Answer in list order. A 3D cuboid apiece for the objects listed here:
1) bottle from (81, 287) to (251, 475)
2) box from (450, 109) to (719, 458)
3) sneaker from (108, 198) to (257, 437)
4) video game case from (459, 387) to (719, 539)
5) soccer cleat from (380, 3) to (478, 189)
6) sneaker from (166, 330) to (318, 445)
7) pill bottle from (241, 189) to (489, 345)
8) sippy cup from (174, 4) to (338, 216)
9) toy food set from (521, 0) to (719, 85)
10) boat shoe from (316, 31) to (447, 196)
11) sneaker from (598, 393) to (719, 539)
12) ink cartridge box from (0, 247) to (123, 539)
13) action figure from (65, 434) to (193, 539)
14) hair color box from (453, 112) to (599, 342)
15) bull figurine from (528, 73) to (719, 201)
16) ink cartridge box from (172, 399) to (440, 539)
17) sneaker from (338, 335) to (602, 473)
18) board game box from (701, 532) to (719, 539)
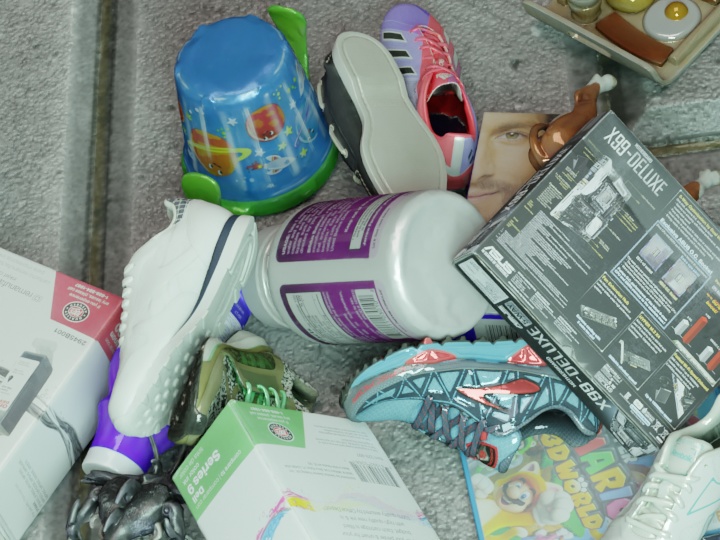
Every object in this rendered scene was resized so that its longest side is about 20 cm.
[{"bbox_3d":[-0.152,0.078,1.671,0.065,0.084,0.200,-1,54,41],"label":"bottle"},{"bbox_3d":[0.190,0.009,1.560,0.200,0.050,0.158,46,71,-4],"label":"box"},{"bbox_3d":[-0.148,0.035,1.615,0.080,0.077,0.200,19,59,11],"label":"sneaker"},{"bbox_3d":[0.179,0.153,1.583,0.199,0.018,0.144,-13,52,2],"label":"video game case"},{"bbox_3d":[0.062,-0.157,1.794,0.066,0.077,0.201,-2,54,-13],"label":"soccer cleat"},{"bbox_3d":[-0.079,0.094,1.599,0.088,0.200,0.077,22,104,10],"label":"sneaker"},{"bbox_3d":[0.000,0.000,1.640,0.200,0.112,0.112,-4,46,49],"label":"pill bottle"},{"bbox_3d":[-0.094,-0.137,1.787,0.139,0.131,0.178,-17,52,-1],"label":"sippy cup"},{"bbox_3d":[0.254,-0.257,1.843,0.143,0.060,0.200,32,67,31],"label":"toy food set"},{"bbox_3d":[0.012,-0.104,1.736,0.074,0.060,0.200,0,50,-31],"label":"boat shoe"},{"bbox_3d":[0.217,0.158,1.501,0.070,0.080,0.200,25,59,32],"label":"sneaker"},{"bbox_3d":[-0.282,0.096,1.688,0.145,0.085,0.200,21,63,25],"label":"ink cartridge box"},{"bbox_3d":[-0.172,0.218,1.564,0.118,0.102,0.200,11,55,25],"label":"action figure"},{"bbox_3d":[0.137,-0.030,1.700,0.109,0.065,0.201,2,53,14],"label":"hair color box"},{"bbox_3d":[0.213,-0.055,1.647,0.065,0.200,0.122,-35,16,43],"label":"bull figurine"},{"bbox_3d":[-0.021,0.196,1.506,0.088,0.145,0.200,-52,51,21],"label":"ink cartridge box"},{"bbox_3d":[0.085,0.100,1.572,0.199,0.079,0.096,-6,67,-6],"label":"sneaker"},{"bbox_3d":[0.194,0.262,1.493,0.199,0.029,0.135,-13,53,3],"label":"board game box"}]
